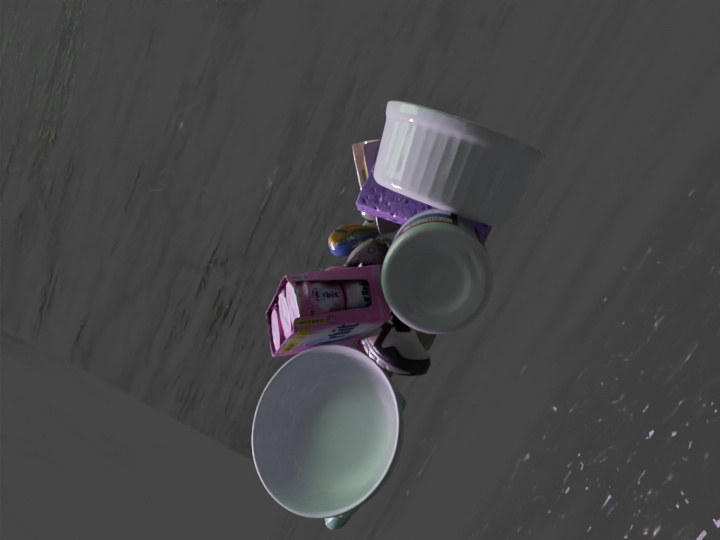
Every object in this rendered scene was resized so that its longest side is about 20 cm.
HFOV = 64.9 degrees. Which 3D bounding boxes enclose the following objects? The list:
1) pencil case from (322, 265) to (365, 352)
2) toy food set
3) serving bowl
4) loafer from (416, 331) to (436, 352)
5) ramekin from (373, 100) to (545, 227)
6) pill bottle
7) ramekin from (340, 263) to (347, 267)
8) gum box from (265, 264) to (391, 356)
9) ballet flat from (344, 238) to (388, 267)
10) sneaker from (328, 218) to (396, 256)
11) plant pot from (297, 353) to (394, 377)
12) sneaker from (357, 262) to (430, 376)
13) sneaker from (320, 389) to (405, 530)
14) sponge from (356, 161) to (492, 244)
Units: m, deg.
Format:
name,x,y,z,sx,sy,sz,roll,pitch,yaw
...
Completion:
name,x,y,z,sx,sy,sz,roll,pitch,yaw
pencil case,-0.031,0.086,0.926,0.083,0.086,0.201,-47,30,40
toy food set,0.016,-0.146,0.971,0.200,0.060,0.145,-118,15,-76
serving bowl,-0.033,0.196,0.698,0.201,0.199,0.066,-63,-32,-9
loafer,0.089,0.062,0.860,0.201,0.068,0.076,-63,-2,-24
ramekin,0.112,-0.127,0.693,0.201,0.199,0.099,-56,-14,-78
pill bottle,0.093,-0.011,0.682,0.120,0.119,0.200,-63,-2,15
ramekin,0.022,0.051,1.185,0.200,0.198,0.106,113,147,-65
gum box,-0.046,0.053,0.701,0.200,0.112,0.067,133,128,-67
ballet flat,0.000,0.000,1.011,0.201,0.067,0.047,114,165,-52
sneaker,0.010,-0.042,1.056,0.199,0.075,0.089,-23,-54,-53
plant pot,-0.003,0.169,1.112,0.200,0.187,0.188,-48,7,34
sneaker,0.033,0.064,0.785,0.073,0.200,0.080,3,-57,-39
sneaker,-0.038,0.230,0.771,0.201,0.139,0.078,-61,-3,-28
sponge,0.105,-0.110,0.822,0.112,0.198,0.030,-64,-18,-16
